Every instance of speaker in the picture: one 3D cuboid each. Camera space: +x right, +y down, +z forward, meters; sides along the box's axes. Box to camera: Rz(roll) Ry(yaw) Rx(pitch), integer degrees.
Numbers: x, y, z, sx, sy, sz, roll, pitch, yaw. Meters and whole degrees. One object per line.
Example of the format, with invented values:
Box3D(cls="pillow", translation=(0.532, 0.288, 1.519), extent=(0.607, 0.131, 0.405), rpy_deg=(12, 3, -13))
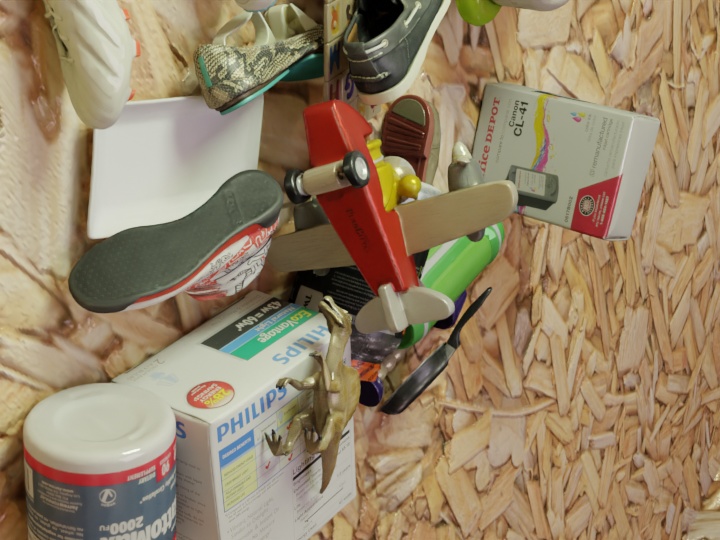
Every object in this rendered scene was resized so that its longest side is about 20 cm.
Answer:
Box3D(cls="speaker", translation=(0.085, 0.001, 1.343), extent=(0.200, 0.088, 0.089), rpy_deg=(-45, 139, -37))

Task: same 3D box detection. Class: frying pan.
Box3D(cls="frying pan", translation=(0.092, 0.103, 1.387), extent=(0.190, 0.031, 0.115), rpy_deg=(-44, 172, -7))

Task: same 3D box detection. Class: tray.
Box3D(cls="tray", translation=(-0.154, -0.093, 0.979), extent=(0.199, 0.022, 0.109), rpy_deg=(-17, 120, -54))

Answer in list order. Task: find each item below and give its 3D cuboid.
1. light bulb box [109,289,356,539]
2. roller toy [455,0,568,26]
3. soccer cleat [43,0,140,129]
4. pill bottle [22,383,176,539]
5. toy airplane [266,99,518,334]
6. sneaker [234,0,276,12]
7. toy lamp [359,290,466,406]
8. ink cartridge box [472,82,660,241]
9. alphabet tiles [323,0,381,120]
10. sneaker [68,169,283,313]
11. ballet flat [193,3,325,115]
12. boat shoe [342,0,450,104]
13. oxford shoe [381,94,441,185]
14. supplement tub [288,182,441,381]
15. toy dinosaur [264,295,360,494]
Box3D(cls="light bulb box", translation=(-0.108, 0.157, 1.080), extent=(0.198, 0.124, 0.202), rpy_deg=(-33, 131, -45))
Box3D(cls="roller toy", translation=(0.172, -0.372, 1.235), extent=(0.182, 0.139, 0.202), rpy_deg=(-45, 139, -37))
Box3D(cls="soccer cleat", translation=(-0.201, -0.198, 0.818), extent=(0.077, 0.069, 0.203), rpy_deg=(-15, 111, -48))
Box3D(cls="pill bottle", translation=(-0.208, 0.206, 0.955), extent=(0.119, 0.119, 0.202), rpy_deg=(-26, 127, -49))
Box3D(cls="toy airplane", translation=(0.022, -0.045, 1.052), extent=(0.142, 0.198, 0.200), rpy_deg=(-62, 175, -50))
Box3D(cls="sneaker", translation=(-0.106, -0.298, 0.912), extent=(0.080, 0.076, 0.202), rpy_deg=(-29, 123, -37))
Box3D(cls="toy lamp", translation=(0.059, 0.078, 1.367), extent=(0.200, 0.058, 0.059), rpy_deg=(-45, 140, -35))
Box3D(cls="ink cartridge box", translation=(0.236, -0.132, 1.401), extent=(0.085, 0.198, 0.149), rpy_deg=(-7, 111, -55))
Box3D(cls="alphabet tiles", translation=(0.001, -0.227, 1.069), extent=(0.166, 0.006, 0.202), rpy_deg=(-48, 144, -57))
Box3D(cls="sneaker", translation=(-0.150, 0.001, 0.978), extent=(0.201, 0.067, 0.108), rpy_deg=(-34, 160, -31))
Box3D(cls="ballet flat", translation=(-0.075, -0.191, 1.014), extent=(0.200, 0.067, 0.076), rpy_deg=(-34, 101, -54))
Box3D(cls="boat shoe", translation=(0.033, -0.238, 1.043), extent=(0.068, 0.071, 0.201), rpy_deg=(53, 42, -37))
Box3D(cls="oxford shoe", translation=(0.053, -0.084, 1.266), extent=(0.075, 0.070, 0.202), rpy_deg=(-1, 108, -63))
Box3D(cls="supplement tub", translation=(0.000, 0.000, 1.173), extent=(0.122, 0.122, 0.202), rpy_deg=(16, 91, -58))
Box3D(cls="toy dinosaur", translation=(-0.030, 0.129, 1.016), extent=(0.101, 0.058, 0.202), rpy_deg=(-24, 124, -53))
